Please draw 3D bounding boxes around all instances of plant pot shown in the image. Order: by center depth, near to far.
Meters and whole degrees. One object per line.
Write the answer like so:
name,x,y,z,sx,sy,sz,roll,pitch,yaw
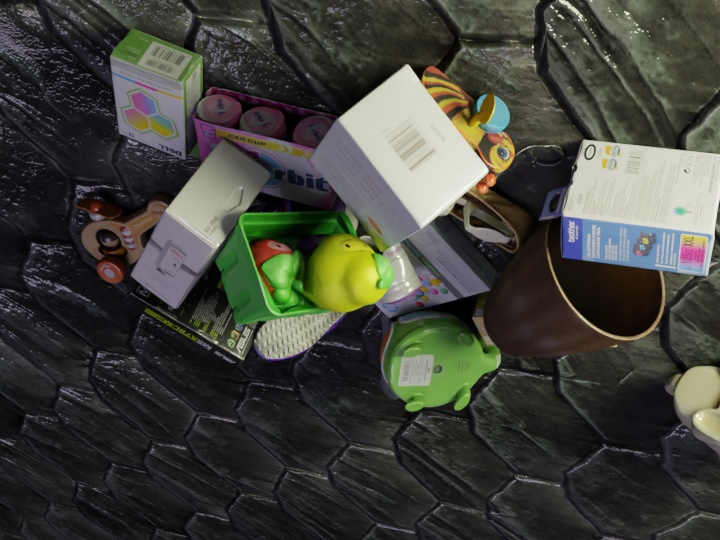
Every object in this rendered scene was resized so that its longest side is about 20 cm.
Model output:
plant pot,0.251,0.035,1.386,0.186,0.188,0.200,32,143,-14

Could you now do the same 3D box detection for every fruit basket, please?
fruit basket,-0.051,-0.008,1.357,0.213,0.157,0.216,-19,167,-5

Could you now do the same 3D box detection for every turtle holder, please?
turtle holder,0.116,0.116,1.612,0.184,0.132,0.142,-28,118,-4

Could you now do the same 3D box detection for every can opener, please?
can opener,0.059,0.135,1.730,0.053,0.067,0.201,10,144,15

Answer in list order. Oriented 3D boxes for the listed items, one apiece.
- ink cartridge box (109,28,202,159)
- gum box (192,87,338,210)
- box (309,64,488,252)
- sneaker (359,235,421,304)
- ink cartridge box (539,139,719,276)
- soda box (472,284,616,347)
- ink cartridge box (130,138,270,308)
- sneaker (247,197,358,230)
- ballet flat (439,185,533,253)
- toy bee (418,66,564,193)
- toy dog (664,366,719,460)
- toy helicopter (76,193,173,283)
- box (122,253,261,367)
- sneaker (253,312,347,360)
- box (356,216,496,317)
ink cartridge box,-0.267,-0.214,1.444,0.103,0.060,0.201,22,145,8
gum box,-0.122,-0.163,1.434,0.198,0.067,0.114,15,145,11
box,0.039,-0.124,1.265,0.153,0.106,0.200,51,167,-3
sneaker,0.000,0.000,1.532,0.199,0.075,0.101,-10,107,44
ink cartridge box,0.310,-0.077,1.253,0.198,0.137,0.077,10,139,17
soda box,0.264,0.063,1.527,0.198,0.064,0.068,-1,139,30
ink cartridge box,-0.213,-0.060,1.433,0.082,0.147,0.200,36,146,-6
sneaker,-0.101,-0.079,1.515,0.198,0.081,0.083,-7,153,25
ballet flat,0.134,-0.088,1.399,0.199,0.063,0.069,27,144,-7
toy bee,0.142,-0.152,1.270,0.198,0.109,0.131,18,145,7
toy dog,0.536,0.233,1.546,0.193,0.140,0.200,0,141,48
toy helicopter,-0.365,-0.075,1.697,0.199,0.079,0.133,-25,115,34
box,-0.221,0.009,1.599,0.192,0.201,0.047,30,148,-14
sneaker,-0.080,0.084,1.639,0.070,0.199,0.100,51,152,9
box,0.070,-0.012,1.554,0.199,0.041,0.156,-16,130,43
